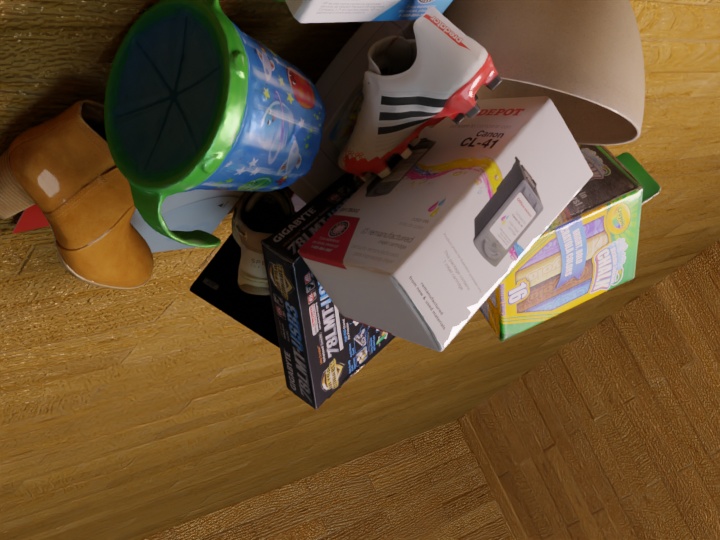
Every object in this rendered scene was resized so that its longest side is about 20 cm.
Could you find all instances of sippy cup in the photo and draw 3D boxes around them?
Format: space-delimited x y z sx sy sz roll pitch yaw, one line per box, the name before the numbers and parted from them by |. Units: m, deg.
sippy cup | -0.099 -0.117 0.738 0.178 0.141 0.129 -42 151 26

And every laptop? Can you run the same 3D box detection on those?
laptop | -0.049 0.002 1.083 0.198 0.176 0.105 -5 116 -51

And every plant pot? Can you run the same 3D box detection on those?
plant pot | 0.154 -0.200 0.847 0.196 0.137 0.200 14 178 1

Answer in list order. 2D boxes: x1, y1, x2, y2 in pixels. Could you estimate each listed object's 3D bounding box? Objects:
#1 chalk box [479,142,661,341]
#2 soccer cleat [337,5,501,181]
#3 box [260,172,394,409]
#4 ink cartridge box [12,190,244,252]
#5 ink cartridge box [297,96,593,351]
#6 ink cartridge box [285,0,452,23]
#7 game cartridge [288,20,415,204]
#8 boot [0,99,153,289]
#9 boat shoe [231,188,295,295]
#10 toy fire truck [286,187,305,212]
chalk box | 0.188 -0.050 0.952 0.197 0.125 0.125 -22 138 -11
soccer cleat | 0.028 -0.136 0.780 0.069 0.085 0.199 -51 -167 -29
box | 0.000 0.000 0.943 0.198 0.049 0.202 -40 143 -29
ink cartridge box | -0.195 -0.071 0.907 0.198 0.048 0.160 -12 157 -45
ink cartridge box | 0.067 -0.045 0.806 0.200 0.086 0.147 -48 -152 -18
ink cartridge box | 0.040 -0.261 0.649 0.143 0.086 0.200 -13 160 -40
game cartridge | 0.002 -0.148 0.876 0.201 0.040 0.133 -53 158 0
boot | -0.201 -0.056 0.822 0.142 0.072 0.201 -21 146 26
boat shoe | -0.089 -0.048 0.974 0.072 0.201 0.068 2 117 -12
toy fire truck | 0.019 -0.116 1.029 0.165 0.114 0.200 3 150 -23
